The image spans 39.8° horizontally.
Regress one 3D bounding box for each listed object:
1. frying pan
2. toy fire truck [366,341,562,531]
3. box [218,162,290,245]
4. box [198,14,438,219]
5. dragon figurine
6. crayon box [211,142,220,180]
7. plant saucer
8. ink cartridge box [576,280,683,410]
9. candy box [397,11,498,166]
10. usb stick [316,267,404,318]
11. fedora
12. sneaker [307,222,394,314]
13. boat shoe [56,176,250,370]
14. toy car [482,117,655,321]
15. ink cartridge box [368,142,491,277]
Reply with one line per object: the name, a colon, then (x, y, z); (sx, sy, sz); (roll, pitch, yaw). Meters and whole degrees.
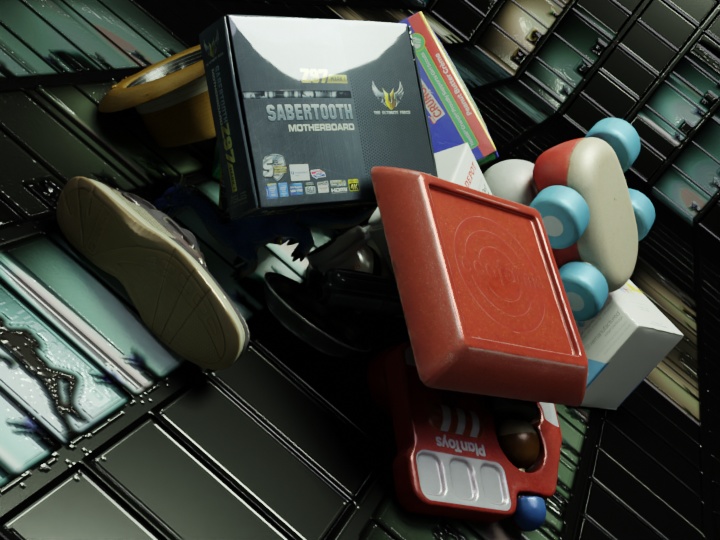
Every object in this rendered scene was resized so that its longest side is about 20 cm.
frying pan: (-0.056, 0.024, 0.908); (0.115, 0.031, 0.190); (29, 11, -35)
toy fire truck: (0.101, 0.137, 0.854); (0.199, 0.112, 0.169); (19, 52, -37)
box: (-0.088, -0.131, 0.935); (0.069, 0.202, 0.064); (10, 17, 14)
box: (-0.030, -0.132, 0.850); (0.199, 0.051, 0.159); (-7, 85, -38)
dragon figurine: (-0.085, -0.057, 0.882); (0.059, 0.198, 0.100); (-92, 165, -65)
crayon box: (-0.101, -0.140, 1.133); (0.118, 0.058, 0.200); (29, 23, -19)
plant saucer: (0.110, 0.008, 0.837); (0.199, 0.037, 0.201); (13, 53, -40)
ink cartridge box: (0.262, 0.051, 1.215); (0.125, 0.129, 0.200); (12, 32, -48)
candy box: (0.087, -0.189, 1.127); (0.170, 0.077, 0.200); (62, 12, 0)
usb stick: (0.058, 0.030, 0.888); (0.198, 0.055, 0.033); (9, 71, -14)
fedora: (-0.167, -0.180, 1.022); (0.201, 0.199, 0.082); (-81, 152, -66)
sneaker: (0.000, 0.000, 0.995); (0.080, 0.073, 0.200); (57, 13, 0)
boat shoe: (-0.151, -0.004, 0.770); (0.200, 0.072, 0.065); (39, 26, 19)
toy car: (0.200, -0.061, 1.121); (0.184, 0.199, 0.178); (-47, 126, -39)
ink cartridge box: (0.101, -0.005, 0.996); (0.201, 0.084, 0.146); (61, 28, -22)
